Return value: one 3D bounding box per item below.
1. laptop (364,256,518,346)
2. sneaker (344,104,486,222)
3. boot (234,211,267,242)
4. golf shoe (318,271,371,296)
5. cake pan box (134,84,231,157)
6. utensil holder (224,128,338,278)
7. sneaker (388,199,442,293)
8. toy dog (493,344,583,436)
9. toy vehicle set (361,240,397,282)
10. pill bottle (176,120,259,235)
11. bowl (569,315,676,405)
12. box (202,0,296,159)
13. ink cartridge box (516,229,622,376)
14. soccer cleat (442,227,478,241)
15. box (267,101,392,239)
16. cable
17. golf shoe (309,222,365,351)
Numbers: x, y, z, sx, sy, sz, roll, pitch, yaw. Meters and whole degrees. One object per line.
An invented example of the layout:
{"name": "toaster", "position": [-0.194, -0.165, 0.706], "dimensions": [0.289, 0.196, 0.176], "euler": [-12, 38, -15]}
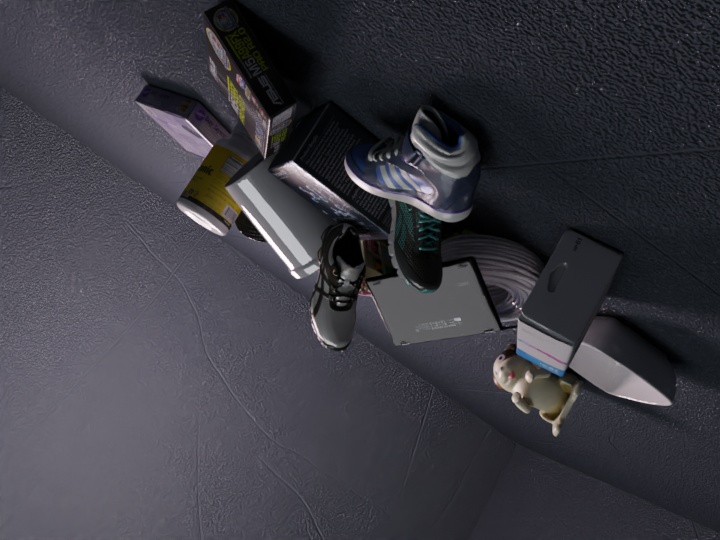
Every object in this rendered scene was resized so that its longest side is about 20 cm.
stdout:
{"name": "laptop", "position": [0.141, 0.052, 1.158], "dimensions": [0.185, 0.116, 0.202], "euler": [-12, 116, 31]}
{"name": "sneaker", "position": [0.062, -0.157, 0.917], "dimensions": [0.199, 0.081, 0.148], "euler": [29, 145, 26]}
{"name": "boot", "position": [-0.144, -0.080, 1.474], "dimensions": [0.198, 0.069, 0.130], "euler": [16, -177, 17]}
{"name": "golf shoe", "position": [0.000, 0.000, 1.350], "dimensions": [0.091, 0.076, 0.199], "euler": [20, -173, -41]}
{"name": "cake pan box", "position": [-0.357, -0.301, 1.548], "dimensions": [0.199, 0.053, 0.184], "euler": [24, 165, 38]}
{"name": "utensil holder", "position": [-0.112, -0.117, 1.268], "dimensions": [0.201, 0.170, 0.170], "euler": [51, 164, -16]}
{"name": "sneaker", "position": [0.083, -0.071, 1.021], "dimensions": [0.077, 0.203, 0.091], "euler": [-6, 170, -24]}
{"name": "toy dog", "position": [0.409, 0.255, 1.721], "dimensions": [0.198, 0.141, 0.194], "euler": [28, -155, 13]}
{"name": "toy vehicle set", "position": [0.046, -0.016, 1.274], "dimensions": [0.123, 0.027, 0.201], "euler": [30, -157, -18]}
{"name": "pill bottle", "position": [-0.249, -0.177, 1.386], "dimensions": [0.110, 0.201, 0.111], "euler": [30, 169, 7]}
{"name": "bowl", "position": [0.425, 0.142, 1.247], "dimensions": [0.199, 0.075, 0.200], "euler": [34, 170, -11]}
{"name": "box", "position": [-0.154, -0.256, 1.017], "dimensions": [0.161, 0.044, 0.200], "euler": [57, 169, 0]}
{"name": "ink cartridge box", "position": [0.287, 0.052, 1.032], "dimensions": [0.084, 0.146, 0.200], "euler": [28, 169, 20]}
{"name": "soccer cleat", "position": [0.156, -0.031, 1.264], "dimensions": [0.080, 0.068, 0.200], "euler": [29, 169, -20]}
{"name": "box", "position": [-0.022, -0.145, 1.134], "dimensions": [0.199, 0.108, 0.148], "euler": [36, 169, -18]}
{"name": "cable", "position": [0.195, 0.018, 1.174], "dimensions": [0.197, 0.070, 0.201], "euler": [5, 153, 5]}
{"name": "golf shoe", "position": [-0.034, 0.024, 1.138], "dimensions": [0.077, 0.203, 0.094], "euler": [1, 174, -19]}
